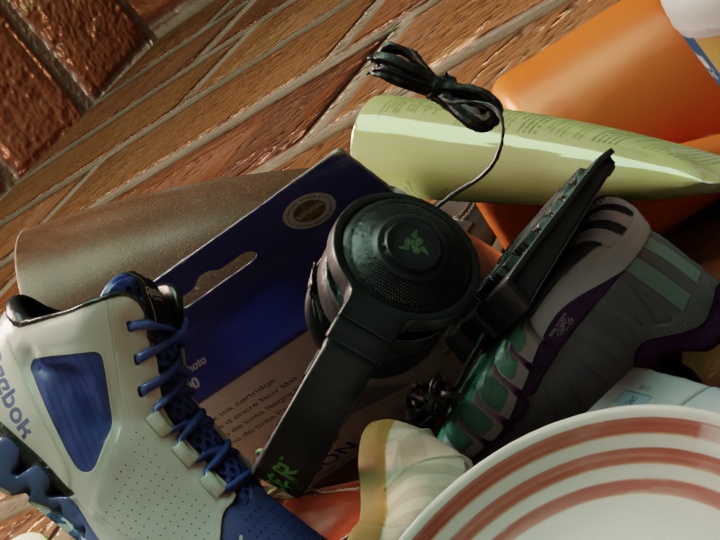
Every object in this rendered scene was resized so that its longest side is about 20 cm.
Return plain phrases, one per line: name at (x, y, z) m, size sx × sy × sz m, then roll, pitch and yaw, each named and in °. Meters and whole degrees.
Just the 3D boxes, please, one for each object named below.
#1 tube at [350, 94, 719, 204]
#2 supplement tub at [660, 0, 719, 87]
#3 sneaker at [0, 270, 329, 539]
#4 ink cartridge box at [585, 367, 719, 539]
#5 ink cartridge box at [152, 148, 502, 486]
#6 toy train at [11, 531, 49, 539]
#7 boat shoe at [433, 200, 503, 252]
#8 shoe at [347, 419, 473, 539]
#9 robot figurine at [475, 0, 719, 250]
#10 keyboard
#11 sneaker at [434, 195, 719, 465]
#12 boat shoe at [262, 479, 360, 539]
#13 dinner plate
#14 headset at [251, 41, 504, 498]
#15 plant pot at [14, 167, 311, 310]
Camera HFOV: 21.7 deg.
tube at (0.089, -0.051, 0.883) m, size 0.200 × 0.052 × 0.058 m, roll 7°, pitch 50°, yaw 33°
supplement tub at (0.208, -0.103, 0.734) m, size 0.145 × 0.200 × 0.145 m, roll -37°, pitch 14°, yaw 11°
sneaker at (-0.098, 0.067, 0.851) m, size 0.115 × 0.199 × 0.081 m, roll -65°, pitch -14°, yaw 10°
ink cartridge box at (0.077, 0.123, 0.690) m, size 0.200 × 0.047 × 0.160 m, roll -41°, pitch 14°, yaw -10°
ink cartridge box at (-0.027, 0.039, 0.956) m, size 0.200 × 0.200 × 0.041 m, roll -35°, pitch 57°, yaw 19°
toy train at (-0.125, 0.156, 0.852) m, size 0.085 × 0.116 × 0.200 m, roll -41°, pitch 37°, yaw 5°
boat shoe at (0.034, -0.002, 1.142) m, size 0.072 × 0.060 × 0.200 m, roll -29°, pitch 18°, yaw 38°
shoe at (0.023, 0.110, 0.756) m, size 0.053 × 0.070 × 0.200 m, roll 3°, pitch 12°, yaw 4°
robot figurine at (0.149, -0.080, 0.971) m, size 0.200 × 0.117 × 0.144 m, roll -32°, pitch -6°, yaw 3°
keyboard at (0.057, 0.015, 0.825) m, size 0.127 × 0.021 × 0.200 m, roll -58°, pitch -2°, yaw -10°
sneaker at (0.095, 0.056, 0.831) m, size 0.074 × 0.087 × 0.200 m, roll -57°, pitch -2°, yaw -39°
boat shoe at (-0.051, 0.138, 0.933) m, size 0.200 × 0.063 × 0.071 m, roll -26°, pitch 18°, yaw 38°
dinner plate at (0.075, 0.135, 0.593) m, size 0.200 × 0.024 × 0.200 m, roll -21°, pitch 46°, yaw 24°
headset at (0.000, 0.000, 0.819) m, size 0.200 × 0.094 × 0.124 m, roll -59°, pitch 0°, yaw -14°
plant pot at (-0.089, 0.017, 1.210) m, size 0.200 × 0.187 × 0.187 m, roll -24°, pitch 17°, yaw 7°
